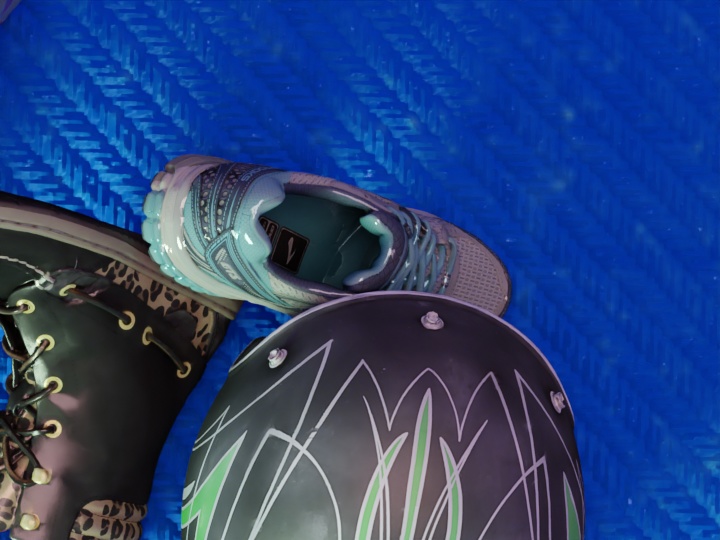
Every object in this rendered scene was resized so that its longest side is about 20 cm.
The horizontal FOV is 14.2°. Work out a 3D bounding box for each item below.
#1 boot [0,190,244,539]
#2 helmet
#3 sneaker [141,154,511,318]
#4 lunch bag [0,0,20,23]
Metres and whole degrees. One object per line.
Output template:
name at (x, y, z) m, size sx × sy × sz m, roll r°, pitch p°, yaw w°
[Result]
boot at (-0.150, 0.046, 1.313) m, size 0.200 × 0.073 × 0.151 m, roll 19°, pitch 89°, yaw -46°
helmet at (0.010, 0.110, 1.289) m, size 0.199 × 0.191 × 0.201 m, roll 0°, pitch 89°, yaw -7°
sneaker at (0.000, 0.000, 1.322) m, size 0.199 × 0.086 × 0.078 m, roll 13°, pitch 84°, yaw -37°
lunch bag at (-0.245, -0.180, 1.312) m, size 0.200 × 0.160 × 0.077 m, roll 41°, pitch 84°, yaw -1°
